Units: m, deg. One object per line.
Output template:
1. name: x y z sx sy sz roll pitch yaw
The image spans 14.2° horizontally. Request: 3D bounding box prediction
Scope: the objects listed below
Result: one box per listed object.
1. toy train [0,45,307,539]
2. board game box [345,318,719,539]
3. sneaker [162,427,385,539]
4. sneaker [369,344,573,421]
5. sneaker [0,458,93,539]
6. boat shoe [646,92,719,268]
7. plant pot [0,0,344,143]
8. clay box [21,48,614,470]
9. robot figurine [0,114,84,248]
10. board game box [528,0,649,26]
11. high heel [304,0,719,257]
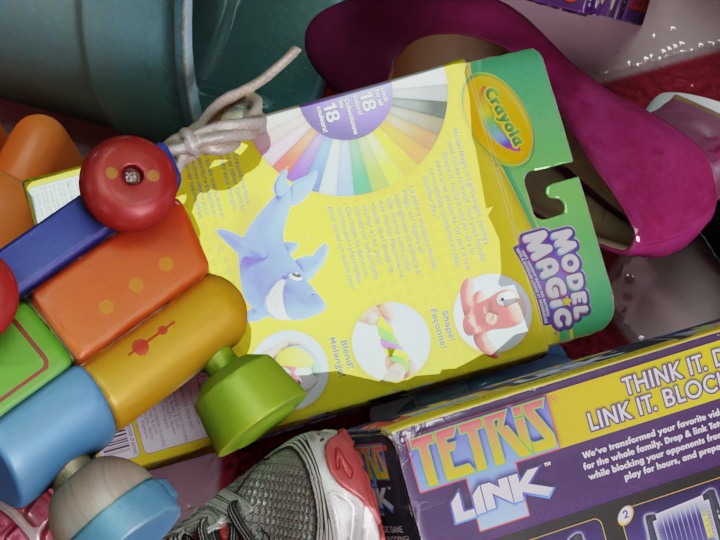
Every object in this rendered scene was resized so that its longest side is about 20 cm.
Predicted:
1. toy train: -0.059 0.012 1.009 0.200 0.085 0.116 -36 82 -25
2. board game box: 0.108 0.110 1.044 0.199 0.057 0.166 -15 90 -22
3. sneaker: -0.061 0.128 1.031 0.082 0.200 0.078 10 44 -38
4. sneaker: 0.023 0.101 1.106 0.200 0.080 0.131 -31 68 -21
5. sneaker: -0.180 0.116 1.042 0.200 0.081 0.075 -45 30 -12
6. boat shoe: 0.178 0.009 1.146 0.200 0.072 0.068 41 72 12
7. plant pot: -0.121 -0.148 1.179 0.195 0.200 0.201 11 66 18
8. clay box: -0.015 -0.003 1.080 0.199 0.048 0.115 -15 83 -4
9. robot figurine: -0.175 0.028 1.130 0.144 0.117 0.200 33 69 -10
10. board game box: 0.048 -0.124 1.150 0.120 0.200 0.032 19 97 11
11. high heel: 0.049 -0.059 1.125 0.199 0.068 0.096 16 28 26
